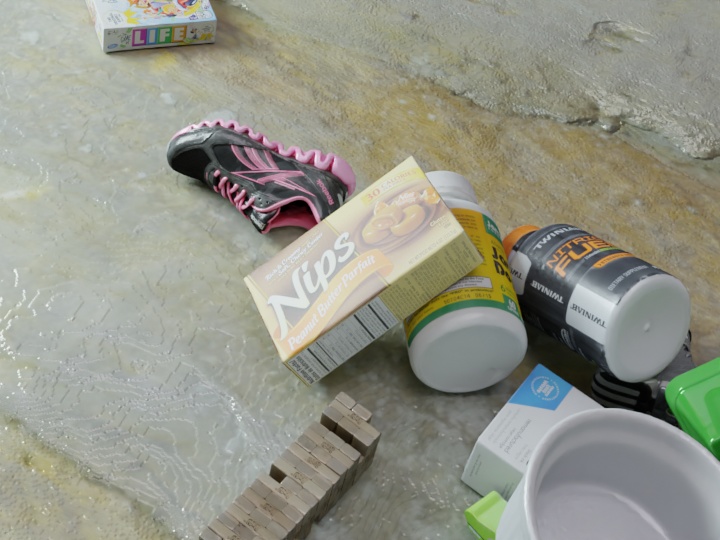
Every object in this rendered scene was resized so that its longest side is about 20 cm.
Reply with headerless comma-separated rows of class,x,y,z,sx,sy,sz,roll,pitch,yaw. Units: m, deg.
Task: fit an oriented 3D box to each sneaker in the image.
sneaker,-0.107,-0.086,1.266,0.197,0.079,0.096,14,58,0
sneaker,0.327,0.104,1.200,0.198,0.076,0.116,21,45,6

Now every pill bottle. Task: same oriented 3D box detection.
pill bottle,0.210,0.020,1.190,0.105,0.108,0.200,-16,27,-26
pill bottle,0.088,0.005,1.199,0.111,0.114,0.202,1,48,-13

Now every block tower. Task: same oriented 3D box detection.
block tower,-0.058,0.189,1.039,0.054,0.058,0.200,33,51,17

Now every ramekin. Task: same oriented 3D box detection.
ramekin,0.199,0.217,0.954,0.198,0.098,0.202,11,51,-13

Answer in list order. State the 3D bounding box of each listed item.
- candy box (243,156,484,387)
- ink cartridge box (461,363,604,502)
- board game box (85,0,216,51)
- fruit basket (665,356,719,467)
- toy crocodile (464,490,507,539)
candy box,0.000,0.000,1.141,0.199,0.055,0.116,-36,47,5
ink cartridge box,0.203,0.188,1.096,0.199,0.068,0.116,34,51,15
board game box,-0.260,-0.340,1.470,0.133,0.034,0.201,-10,52,-21
fruit basket,0.369,0.143,1.072,0.154,0.216,0.217,-27,49,16
toy crocodile,0.162,0.261,1.025,0.067,0.062,0.200,-22,57,-30
